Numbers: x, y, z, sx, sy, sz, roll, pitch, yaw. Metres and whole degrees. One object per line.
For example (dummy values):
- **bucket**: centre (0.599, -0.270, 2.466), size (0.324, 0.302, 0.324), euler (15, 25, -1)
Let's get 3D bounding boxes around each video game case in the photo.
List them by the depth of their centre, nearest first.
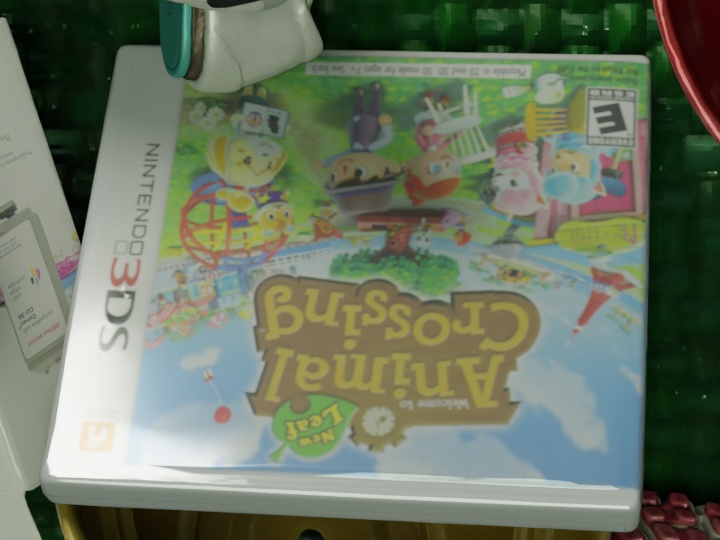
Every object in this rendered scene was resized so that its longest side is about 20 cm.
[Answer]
- **video game case**: centre (0.000, 0.000, 0.730), size (0.199, 0.182, 0.022), euler (2, 150, 6)

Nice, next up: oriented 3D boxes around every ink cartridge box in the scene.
- **ink cartridge box**: centre (-0.159, 0.017, 0.775), size (0.116, 0.067, 0.200), euler (-5, 108, 39)

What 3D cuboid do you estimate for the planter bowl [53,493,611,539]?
- **planter bowl**: centre (-0.013, 0.085, 0.765), size (0.200, 0.201, 0.084), euler (18, 147, 2)

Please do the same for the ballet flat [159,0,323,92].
- **ballet flat**: centre (-0.040, -0.163, 0.735), size (0.069, 0.069, 0.200), euler (1, 104, 7)

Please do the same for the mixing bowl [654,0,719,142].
- **mixing bowl**: centre (0.193, -0.109, 0.680), size (0.200, 0.108, 0.201), euler (1, 99, 6)

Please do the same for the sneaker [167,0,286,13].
- **sneaker**: centre (-0.102, -0.132, 0.689), size (0.200, 0.088, 0.076), euler (29, 119, 37)

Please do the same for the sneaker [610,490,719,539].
- **sneaker**: centre (0.071, 0.144, 0.803), size (0.200, 0.081, 0.075), euler (-17, 121, 18)
